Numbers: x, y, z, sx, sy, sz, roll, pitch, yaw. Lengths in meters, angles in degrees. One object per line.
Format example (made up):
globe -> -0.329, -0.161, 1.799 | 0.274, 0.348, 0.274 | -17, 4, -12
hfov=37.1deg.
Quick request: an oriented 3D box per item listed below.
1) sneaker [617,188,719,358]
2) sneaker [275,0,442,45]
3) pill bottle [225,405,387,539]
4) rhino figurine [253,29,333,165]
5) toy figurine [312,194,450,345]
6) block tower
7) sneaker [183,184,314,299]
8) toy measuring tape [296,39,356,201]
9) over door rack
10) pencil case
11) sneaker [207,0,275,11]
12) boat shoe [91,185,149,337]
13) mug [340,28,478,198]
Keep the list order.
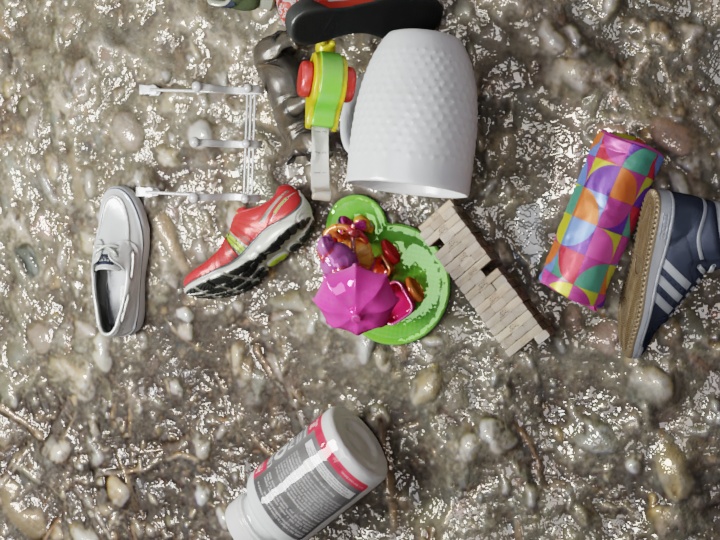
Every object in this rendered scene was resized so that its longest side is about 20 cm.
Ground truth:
sneaker -> 0.356, 0.010, 1.197 | 0.107, 0.070, 0.203 | 3, 114, -7
sneaker -> -0.007, -0.327, 1.277 | 0.068, 0.199, 0.109 | 104, 150, -46
pill bottle -> -0.071, 0.269, 1.333 | 0.200, 0.111, 0.111 | -40, 81, 16
rhino figurine -> -0.077, -0.208, 1.332 | 0.087, 0.059, 0.203 | -18, 88, 39
toy figurine -> 0.000, 0.000, 1.255 | 0.149, 0.184, 0.201 | -34, 82, 17
block tower -> 0.148, 0.011, 1.275 | 0.058, 0.054, 0.201 | -40, 80, 17
sneaker -> -0.147, -0.036, 1.371 | 0.199, 0.077, 0.086 | -34, 64, 12
toy measuring tape -> -0.040, -0.185, 1.241 | 0.073, 0.074, 0.203 | -6, 69, 18
over door rack -> -0.214, -0.162, 1.360 | 0.198, 0.066, 0.150 | 5, 95, 31
pencil case -> 0.272, -0.056, 1.218 | 0.088, 0.088, 0.202 | 24, 102, 15
sneaker -> -0.142, -0.376, 1.268 | 0.089, 0.201, 0.068 | -6, 67, -13
boat shoe -> -0.323, -0.012, 1.423 | 0.073, 0.065, 0.203 | -4, 92, 19
mug -> 0.048, -0.184, 1.262 | 0.199, 0.146, 0.178 | 6, 89, 48
